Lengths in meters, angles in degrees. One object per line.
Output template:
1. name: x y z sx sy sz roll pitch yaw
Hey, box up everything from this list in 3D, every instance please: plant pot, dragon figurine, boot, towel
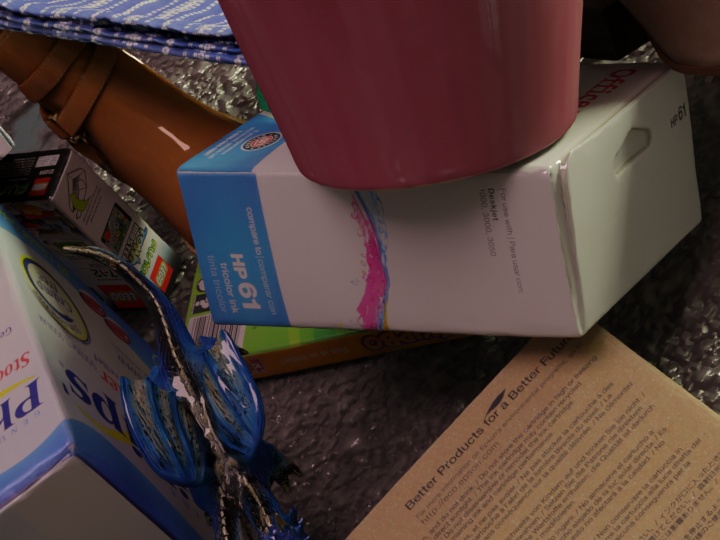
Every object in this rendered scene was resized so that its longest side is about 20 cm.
1. plant pot: 0.016 -0.140 1.023 0.198 0.180 0.200 -11 21 4
2. dragon figurine: -0.071 0.065 1.076 0.059 0.099 0.201 -25 85 -1
3. boot: -0.119 -0.086 1.256 0.077 0.155 0.200 -49 22 -2
4. boot: 0.141 -0.166 1.071 0.199 0.147 0.070 3 28 36
5. towel: -0.083 -0.140 1.212 0.199 0.024 0.145 11 25 28

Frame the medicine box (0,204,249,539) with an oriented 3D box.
1. medicine box: -0.148 0.093 1.156 0.103 0.182 0.200 -37 43 7

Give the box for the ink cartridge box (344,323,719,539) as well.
1. ink cartridge box: 0.082 0.137 1.030 0.200 0.075 0.165 -47 41 -3

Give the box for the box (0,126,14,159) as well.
1. box: -0.233 -0.049 1.179 0.116 0.060 0.200 -39 9 -4

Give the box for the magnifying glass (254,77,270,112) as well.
1. magnifying glass: 0.031 -0.113 1.181 0.199 0.023 0.079 -23 21 -38

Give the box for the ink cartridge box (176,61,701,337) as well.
1. ink cartridge box: 0.040 -0.035 1.114 0.199 0.085 0.144 0 23 33

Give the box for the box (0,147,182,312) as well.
1. box: -0.209 -0.018 1.343 0.199 0.110 0.035 -3 55 35

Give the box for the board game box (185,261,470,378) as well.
1. board game box: 0.000 0.000 1.235 0.199 0.030 0.096 -14 50 30

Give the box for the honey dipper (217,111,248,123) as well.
1. honey dipper: -0.099 -0.088 1.375 0.199 0.038 0.038 21 71 41
